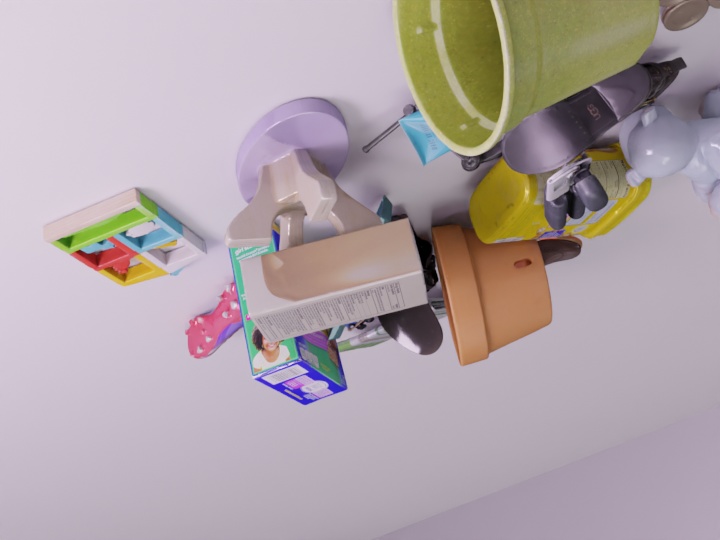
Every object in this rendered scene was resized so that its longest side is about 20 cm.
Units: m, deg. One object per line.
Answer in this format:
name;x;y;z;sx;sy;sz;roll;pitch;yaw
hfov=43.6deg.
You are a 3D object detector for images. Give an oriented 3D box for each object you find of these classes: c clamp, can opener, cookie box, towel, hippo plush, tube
c clamp;0.121;-0.168;1.069;0.171;0.027;0.199;-36;148;26
can opener;0.241;-0.075;1.016;0.053;0.067;0.200;-30;164;4
cookie box;-0.098;0.061;1.214;0.075;0.201;0.171;-21;155;12
towel;0.062;0.090;1.526;0.199;0.031;0.149;-24;168;25
hippo plush;0.403;-0.133;1.109;0.160;0.200;0.160;-3;116;0
tube;0.144;-0.185;0.990;0.199;0.051;0.078;-26;133;10

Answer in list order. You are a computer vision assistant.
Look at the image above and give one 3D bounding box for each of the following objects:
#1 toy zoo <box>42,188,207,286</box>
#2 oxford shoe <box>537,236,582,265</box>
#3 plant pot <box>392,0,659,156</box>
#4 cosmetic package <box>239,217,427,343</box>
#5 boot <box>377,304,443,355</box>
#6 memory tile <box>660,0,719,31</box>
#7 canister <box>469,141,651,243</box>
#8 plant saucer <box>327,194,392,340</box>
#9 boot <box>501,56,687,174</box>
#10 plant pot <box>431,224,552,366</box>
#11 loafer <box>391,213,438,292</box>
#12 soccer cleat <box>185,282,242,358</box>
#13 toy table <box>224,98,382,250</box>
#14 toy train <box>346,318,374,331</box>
toy zoo;-0.284;-0.031;1.136;0.130;0.021;0.200;-20;154;12
oxford shoe;0.258;-0.007;1.409;0.199;0.073;0.071;-11;155;-7
plant pot;0.154;-0.225;0.806;0.183;0.201;0.201;-19;157;-17
cosmetic package;-0.028;0.013;1.034;0.199;0.072;0.105;-14;156;1
boot;0.050;0.044;1.287;0.074;0.200;0.075;-48;157;7
memory tile;0.354;-0.320;0.887;0.153;0.017;0.200;-25;152;22
canister;0.260;-0.100;1.189;0.199;0.087;0.149;-6;154;-27
plant saucer;0.000;0.000;1.199;0.019;0.070;0.201;21;115;-6
boot;0.270;-0.177;1.025;0.199;0.070;0.174;-29;178;30
plant pot;0.187;0.022;1.278;0.139;0.201;0.200;-13;155;3
loafer;0.078;-0.023;1.293;0.063;0.072;0.200;-27;149;16
soccer cleat;-0.201;0.078;1.358;0.076;0.067;0.200;0;149;-37
toy table;-0.071;-0.086;1.026;0.183;0.118;0.200;-9;155;-11
toy train;0.023;0.046;1.442;0.046;0.034;0.200;5;148;-29
